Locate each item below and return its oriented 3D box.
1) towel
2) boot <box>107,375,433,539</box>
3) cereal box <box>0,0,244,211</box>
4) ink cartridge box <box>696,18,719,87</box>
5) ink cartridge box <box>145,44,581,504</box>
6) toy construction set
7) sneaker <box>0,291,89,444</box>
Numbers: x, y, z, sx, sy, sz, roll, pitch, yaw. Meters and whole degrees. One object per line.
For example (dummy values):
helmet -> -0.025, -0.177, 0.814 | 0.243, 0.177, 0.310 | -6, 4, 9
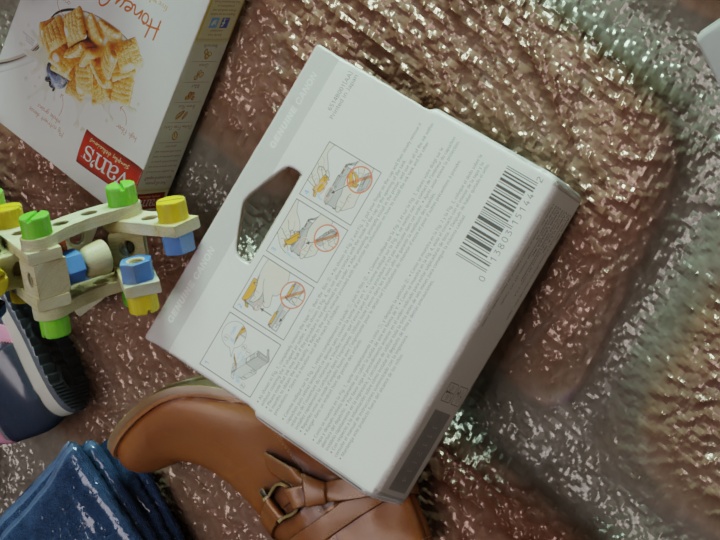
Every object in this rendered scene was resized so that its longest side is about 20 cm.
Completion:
towel -> -0.198, 0.201, 1.503 | 0.200, 0.048, 0.112 | -43, 71, 30
boot -> -0.056, 0.127, 1.390 | 0.200, 0.074, 0.155 | -29, 82, 37
cereal box -> -0.148, -0.152, 1.443 | 0.144, 0.039, 0.201 | 36, 114, 29
ink cartridge box -> 0.283, -0.099, 1.112 | 0.200, 0.085, 0.148 | -31, 76, 32
ink cartridge box -> 0.000, 0.000, 1.313 | 0.176, 0.045, 0.201 | 32, 93, 28
toy construction set -> -0.182, -0.011, 1.393 | 0.200, 0.131, 0.093 | 176, 78, -70
sneaker -> -0.253, 0.019, 1.511 | 0.082, 0.070, 0.201 | -31, 75, 20
